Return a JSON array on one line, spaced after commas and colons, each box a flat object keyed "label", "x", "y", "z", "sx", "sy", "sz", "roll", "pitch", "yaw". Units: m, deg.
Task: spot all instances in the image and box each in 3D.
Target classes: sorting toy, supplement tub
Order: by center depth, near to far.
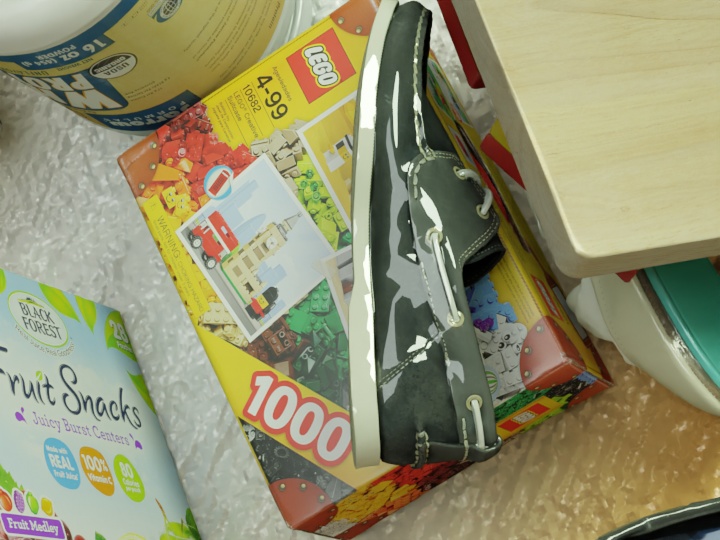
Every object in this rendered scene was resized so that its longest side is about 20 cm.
[{"label": "sorting toy", "x": 0.132, "y": -0.088, "z": 0.859, "sx": 0.199, "sy": 0.070, "sz": 0.200, "roll": -9, "pitch": 64, "yaw": -23}, {"label": "supplement tub", "x": -0.115, "y": -0.146, "z": 0.941, "sx": 0.144, "sy": 0.200, "sz": 0.146, "roll": -5, "pitch": 76, "yaw": 21}]

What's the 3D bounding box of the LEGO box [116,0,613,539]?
[{"label": "LEGO box", "x": 0.000, "y": 0.000, "z": 0.932, "sx": 0.148, "sy": 0.077, "sz": 0.201, "roll": -32, "pitch": 69, "yaw": 13}]

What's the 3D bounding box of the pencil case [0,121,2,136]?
[{"label": "pencil case", "x": -0.242, "y": -0.143, "z": 1.057, "sx": 0.089, "sy": 0.078, "sz": 0.201, "roll": -30, "pitch": 68, "yaw": 34}]

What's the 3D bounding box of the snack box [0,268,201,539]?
[{"label": "snack box", "x": -0.153, "y": 0.087, "z": 0.907, "sx": 0.067, "sy": 0.200, "sz": 0.170, "roll": -27, "pitch": 70, "yaw": 14}]

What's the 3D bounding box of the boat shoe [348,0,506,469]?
[{"label": "boat shoe", "x": 0.027, "y": -0.017, "z": 0.852, "sx": 0.067, "sy": 0.072, "sz": 0.202, "roll": -1, "pitch": 77, "yaw": 3}]

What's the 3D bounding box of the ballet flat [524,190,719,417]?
[{"label": "ballet flat", "x": 0.114, "y": -0.015, "z": 0.905, "sx": 0.069, "sy": 0.069, "sz": 0.201, "roll": -25, "pitch": 69, "yaw": 15}]

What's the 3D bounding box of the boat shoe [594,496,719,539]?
[{"label": "boat shoe", "x": 0.180, "y": 0.113, "z": 0.829, "sx": 0.198, "sy": 0.066, "sz": 0.070, "roll": -10, "pitch": 65, "yaw": 10}]
